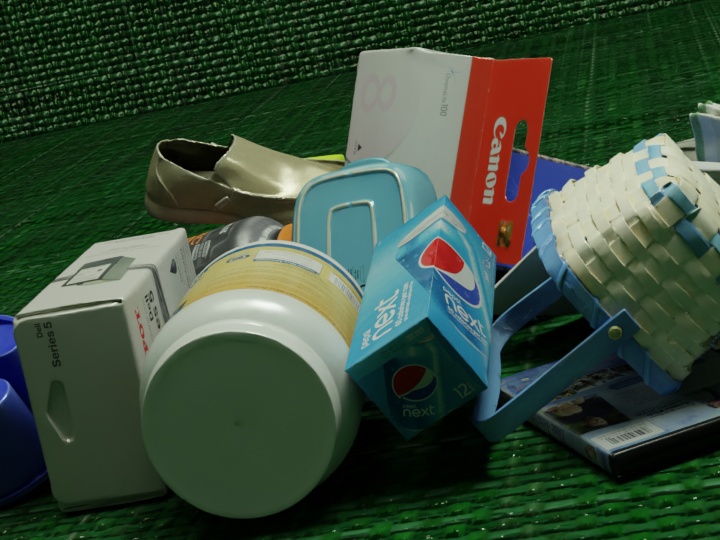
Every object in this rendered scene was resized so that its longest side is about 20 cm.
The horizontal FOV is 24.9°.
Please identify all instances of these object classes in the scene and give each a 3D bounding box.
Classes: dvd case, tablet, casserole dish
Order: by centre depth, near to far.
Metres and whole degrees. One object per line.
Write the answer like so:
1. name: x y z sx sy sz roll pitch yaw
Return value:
1. dvd case: 0.187 0.082 1.074 0.142 0.018 0.200 -16 13 -14
2. tablet: 0.185 -0.020 1.207 0.130 0.014 0.200 0 -33 -34
3. casserole dish: 0.000 0.000 1.233 0.121 0.201 0.039 -10 -23 19

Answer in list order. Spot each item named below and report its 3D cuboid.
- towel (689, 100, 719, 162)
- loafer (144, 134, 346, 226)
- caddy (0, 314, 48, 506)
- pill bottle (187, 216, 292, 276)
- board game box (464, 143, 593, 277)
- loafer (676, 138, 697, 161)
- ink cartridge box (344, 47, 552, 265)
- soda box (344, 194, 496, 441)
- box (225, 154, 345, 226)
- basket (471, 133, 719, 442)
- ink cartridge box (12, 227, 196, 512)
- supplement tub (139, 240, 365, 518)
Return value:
1. towel: 0.305 -0.042 1.186 0.031 0.150 0.200 -16 15 -12
2. loafer: -0.095 -0.077 1.391 0.199 0.069 0.076 0 35 14
3. caddy: -0.308 0.118 1.213 0.199 0.105 0.142 -10 38 12
4. pill bottle: -0.112 0.018 1.354 0.199 0.107 0.106 -18 10 28
5. board game box: 0.104 -0.048 1.384 0.159 0.097 0.200 10 -1 -34
6. loafer: 0.338 -0.087 1.511 0.069 0.070 0.200 -11 11 -31
7. ink cartridge box: 0.058 -0.092 1.281 0.057 0.164 0.200 9 -1 -30
8. soda box: 0.044 0.026 1.086 0.068 0.064 0.200 -35 17 20
9. box: -0.056 -0.027 1.515 0.047 0.123 0.200 -6 15 22
10. basket: 0.155 0.018 1.063 0.200 0.139 0.176 -36 14 19
11. ink cartridge box: -0.171 0.067 1.191 0.084 0.146 0.200 -9 14 9
12. supplement tub: -0.067 0.069 1.088 0.144 0.145 0.200 -11 13 7
